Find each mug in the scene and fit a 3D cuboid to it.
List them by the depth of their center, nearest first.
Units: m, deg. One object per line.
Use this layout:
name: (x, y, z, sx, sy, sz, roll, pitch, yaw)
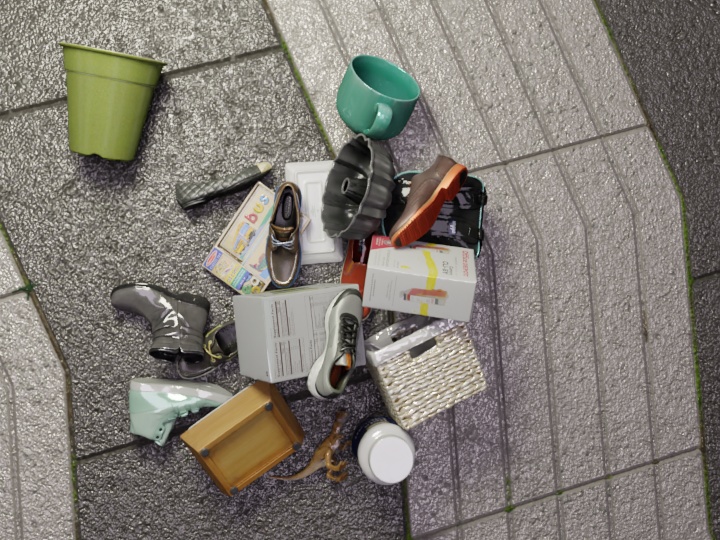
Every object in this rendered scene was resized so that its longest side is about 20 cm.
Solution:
mug: (0.020, -0.320, 1.654, 0.151, 0.185, 0.115, 37, 127, 11)

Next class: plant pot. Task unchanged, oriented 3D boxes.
plant pot: (-0.472, -0.309, 1.605, 0.195, 0.200, 0.195, 9, 100, -6)

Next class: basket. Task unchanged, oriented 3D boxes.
basket: (0.118, 0.178, 1.637, 0.195, 0.200, 0.164, -25, 93, -7)

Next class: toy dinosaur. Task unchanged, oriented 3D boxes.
toy dinosaur: (-0.075, 0.370, 1.686, 0.106, 0.060, 0.201, 38, 85, 34)

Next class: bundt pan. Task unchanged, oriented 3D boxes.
bundt pan: (0.002, -0.150, 1.627, 0.074, 0.201, 0.207, 15, 86, -26)

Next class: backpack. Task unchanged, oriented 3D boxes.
backpack: (0.133, -0.104, 1.670, 0.195, 0.153, 0.180, 5, 91, -7)

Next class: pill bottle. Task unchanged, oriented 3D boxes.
pill bottle: (0.045, 0.340, 1.620, 0.108, 0.200, 0.114, 0, 88, -7)

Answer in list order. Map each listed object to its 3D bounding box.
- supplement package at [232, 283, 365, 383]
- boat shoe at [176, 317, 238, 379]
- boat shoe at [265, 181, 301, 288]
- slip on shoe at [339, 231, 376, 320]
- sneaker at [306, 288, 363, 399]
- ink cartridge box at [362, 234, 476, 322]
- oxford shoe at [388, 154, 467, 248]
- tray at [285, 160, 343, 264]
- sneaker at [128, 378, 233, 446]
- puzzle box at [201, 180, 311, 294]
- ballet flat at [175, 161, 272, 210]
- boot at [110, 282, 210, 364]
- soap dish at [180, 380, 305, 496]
supplement package: (-0.115, 0.111, 1.597, 0.196, 0.151, 0.155, -8, 94, -30)
boat shoe: (-0.271, 0.141, 1.659, 0.199, 0.061, 0.072, -35, 92, -7)
boat shoe: (-0.149, -0.069, 1.632, 0.070, 0.072, 0.205, 1, 88, 0)
slip on shoe: (0.000, 0.000, 1.698, 0.072, 0.061, 0.205, 7, 88, -8)
sneaker: (-0.030, 0.131, 1.515, 0.073, 0.079, 0.205, 21, 78, -29)
ink cartridge box: (0.109, 0.012, 1.558, 0.195, 0.146, 0.085, 9, 115, 1)
oxford shoe: (0.111, -0.126, 1.572, 0.072, 0.072, 0.200, 36, 74, 25)
tray: (-0.091, -0.116, 1.710, 0.105, 0.022, 0.205, -4, 88, -8)
sneaker: (-0.345, 0.275, 1.644, 0.196, 0.074, 0.121, 6, 94, -9)
puzzle box: (-0.203, -0.055, 1.681, 0.132, 0.025, 0.202, 33, 89, 1)
ballet flat: (-0.266, -0.175, 1.670, 0.196, 0.066, 0.058, -21, 85, -8)
boot: (-0.383, 0.101, 1.615, 0.195, 0.070, 0.134, 8, 55, -5)
soap dish: (-0.216, 0.319, 1.625, 0.198, 0.081, 0.159, -34, 118, -8)
